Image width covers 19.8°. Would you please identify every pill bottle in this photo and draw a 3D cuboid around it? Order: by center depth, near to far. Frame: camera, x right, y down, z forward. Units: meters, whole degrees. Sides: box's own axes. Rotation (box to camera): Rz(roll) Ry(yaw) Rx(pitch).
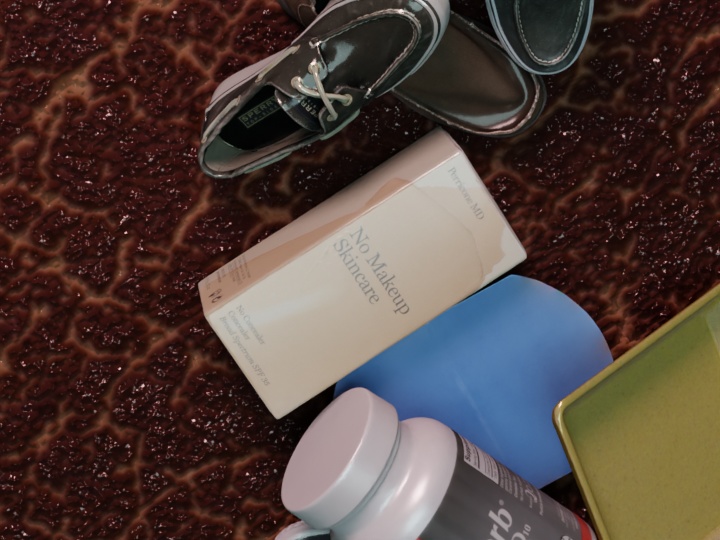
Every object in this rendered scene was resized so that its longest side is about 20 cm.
[{"bbox_3d":[0.052,0.170,1.376,0.200,0.116,0.116,35,99,-21],"label":"pill bottle"}]

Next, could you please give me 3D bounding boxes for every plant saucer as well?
[{"bbox_3d":[0.220,0.128,1.426,0.200,0.048,0.200,-33,110,-29],"label":"plant saucer"}]

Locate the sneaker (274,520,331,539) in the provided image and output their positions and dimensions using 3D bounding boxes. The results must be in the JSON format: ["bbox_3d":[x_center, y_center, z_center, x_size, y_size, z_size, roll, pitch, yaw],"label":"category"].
[{"bbox_3d":[0.025,0.252,1.426,0.200,0.114,0.076,34,113,-17],"label":"sneaker"}]

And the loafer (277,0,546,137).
[{"bbox_3d":[0.033,-0.141,1.339,0.200,0.071,0.073,26,101,-14],"label":"loafer"}]

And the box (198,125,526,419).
[{"bbox_3d":[0.000,0.000,1.373,0.200,0.078,0.095,-34,107,3],"label":"box"}]

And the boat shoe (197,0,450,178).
[{"bbox_3d":[-0.025,-0.115,1.295,0.071,0.064,0.200,42,129,-20],"label":"boat shoe"}]

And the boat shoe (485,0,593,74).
[{"bbox_3d":[0.113,-0.200,1.274,0.072,0.071,0.200,-11,126,-4],"label":"boat shoe"}]

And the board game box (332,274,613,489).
[{"bbox_3d":[0.078,0.089,1.433,0.200,0.039,0.158,-29,114,4],"label":"board game box"}]
